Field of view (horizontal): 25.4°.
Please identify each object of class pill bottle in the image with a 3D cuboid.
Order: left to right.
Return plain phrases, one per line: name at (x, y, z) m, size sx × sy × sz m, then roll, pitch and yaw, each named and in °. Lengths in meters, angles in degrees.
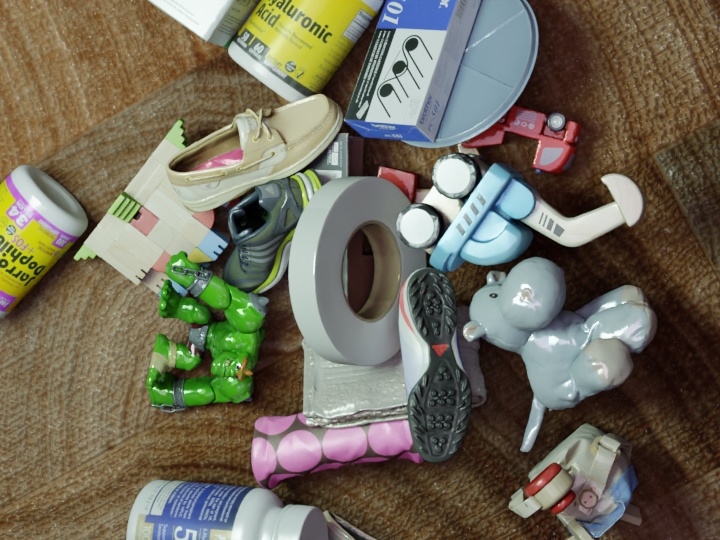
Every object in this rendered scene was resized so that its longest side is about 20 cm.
pill bottle at (-0.407, -0.016, 1.803) m, size 0.104 × 0.104 × 0.200 m, roll 44°, pitch 99°, yaw 4°
pill bottle at (-0.143, 0.296, 1.754) m, size 0.199 × 0.120 × 0.120 m, roll 1°, pitch 93°, yaw 21°
pill bottle at (-0.044, -0.285, 1.728) m, size 0.111 × 0.111 × 0.200 m, roll 37°, pitch 97°, yaw 5°

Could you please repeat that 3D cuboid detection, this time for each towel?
towel at (0.034, 0.103, 1.739) m, size 0.199 × 0.035 × 0.133 m, roll -10°, pitch 48°, yaw 8°

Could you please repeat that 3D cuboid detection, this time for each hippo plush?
hippo plush at (0.200, 0.053, 1.685) m, size 0.161 × 0.159 × 0.200 m, roll 41°, pitch 138°, yaw -5°

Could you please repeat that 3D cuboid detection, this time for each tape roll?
tape roll at (0.000, 0.000, 1.682) m, size 0.037 × 0.203 × 0.204 m, roll 2°, pitch 94°, yaw 36°

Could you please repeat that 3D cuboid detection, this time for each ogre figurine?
ogre figurine at (-0.168, 0.076, 1.773) m, size 0.119 × 0.098 × 0.201 m, roll 10°, pitch 103°, yaw -2°

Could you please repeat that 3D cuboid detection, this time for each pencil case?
pencil case at (-0.019, 0.188, 1.766) m, size 0.199 × 0.094 × 0.091 m, roll -9°, pitch 47°, yaw 10°

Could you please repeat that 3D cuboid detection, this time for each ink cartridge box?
ink cartridge box at (-0.125, -0.345, 1.720) m, size 0.084 × 0.146 × 0.200 m, roll 35°, pitch 97°, yaw 7°
ink cartridge box at (0.060, -0.237, 1.699) m, size 0.094 × 0.044 × 0.201 m, roll 8°, pitch 72°, yaw 36°

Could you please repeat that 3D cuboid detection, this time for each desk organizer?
desk organizer at (-0.021, -0.048, 1.744) m, size 0.072 × 0.077 × 0.201 m, roll 3°, pitch 94°, yaw 35°

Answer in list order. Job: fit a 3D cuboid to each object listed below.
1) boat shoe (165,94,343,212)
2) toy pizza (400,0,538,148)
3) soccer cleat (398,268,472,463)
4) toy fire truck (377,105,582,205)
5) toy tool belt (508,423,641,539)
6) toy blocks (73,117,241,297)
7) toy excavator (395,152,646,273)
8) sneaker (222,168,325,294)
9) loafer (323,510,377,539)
boat shoe at (-0.114, -0.133, 1.693) m, size 0.200 × 0.069 × 0.074 m, roll -30°, pitch 49°, yaw 5°
toy pizza at (0.104, -0.218, 1.709) m, size 0.200 × 0.032 × 0.201 m, roll -16°, pitch 59°, yaw 28°
soccer cleat at (0.073, 0.100, 1.668) m, size 0.068 × 0.073 × 0.201 m, roll -4°, pitch 82°, yaw -11°
toy fire truck at (0.128, -0.122, 1.741) m, size 0.199 × 0.049 × 0.141 m, roll 17°, pitch 95°, yaw 8°
toy tool belt at (0.243, 0.239, 1.671) m, size 0.125 × 0.200 × 0.123 m, roll -44°, pitch 84°, yaw 17°
toy blocks at (-0.206, -0.050, 1.785) m, size 0.137 × 0.100 × 0.200 m, roll 38°, pitch 98°, yaw -7°
toy excavator at (0.168, -0.055, 1.655) m, size 0.200 × 0.100 × 0.195 m, roll 37°, pitch 101°, yaw 10°
sneaker at (-0.112, -0.041, 1.722) m, size 0.200 × 0.081 × 0.074 m, roll -54°, pitch 48°, yaw 44°
loafer at (0.034, 0.328, 1.775) m, size 0.199 × 0.072 × 0.063 m, roll 20°, pitch 89°, yaw 10°
